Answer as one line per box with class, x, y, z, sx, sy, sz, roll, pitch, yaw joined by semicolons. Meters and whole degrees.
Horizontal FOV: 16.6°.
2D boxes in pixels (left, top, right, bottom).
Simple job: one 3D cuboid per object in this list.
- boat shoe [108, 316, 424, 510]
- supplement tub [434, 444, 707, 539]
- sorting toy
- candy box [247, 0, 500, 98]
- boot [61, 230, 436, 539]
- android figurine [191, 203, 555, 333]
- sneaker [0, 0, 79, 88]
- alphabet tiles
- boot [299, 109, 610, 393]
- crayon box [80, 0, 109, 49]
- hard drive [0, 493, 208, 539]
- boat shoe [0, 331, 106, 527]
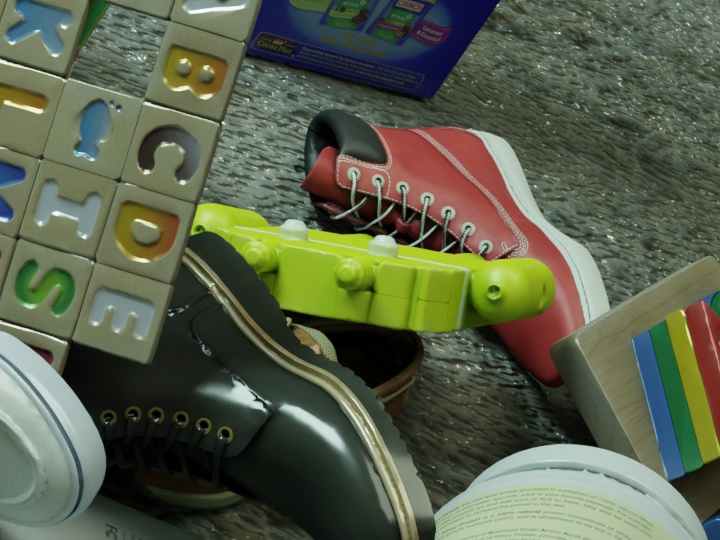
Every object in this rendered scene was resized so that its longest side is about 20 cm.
boat shoe;-0.043;0.053;1.135;0.076;0.074;0.200;48;30;20
supplement tub;0.073;0.171;1.015;0.145;0.145;0.200;36;28;-2
sorting toy;0.212;0.091;1.306;0.200;0.070;0.199;-25;85;-58
candy box;0.021;-0.213;1.473;0.169;0.200;0.077;12;37;-39
boot;-0.075;0.075;0.995;0.138;0.078;0.200;-19;43;-30
android figurine;0.000;0.000;1.211;0.182;0.041;0.200;11;3;18
sneaker;-0.148;-0.045;1.051;0.114;0.201;0.073;28;7;-35
alphabet tiles;-0.142;-0.049;0.980;0.167;0.200;0.008;17;-2;10
boot;0.043;-0.012;1.345;0.144;0.072;0.200;9;35;-35
crayon box;-0.207;-0.187;1.253;0.200;0.127;0.051;48;30;21
hard drive;-0.138;0.125;0.971;0.200;0.026;0.132;25;30;-21
boat shoe;-0.194;0.039;0.929;0.202;0.075;0.086;37;27;4
